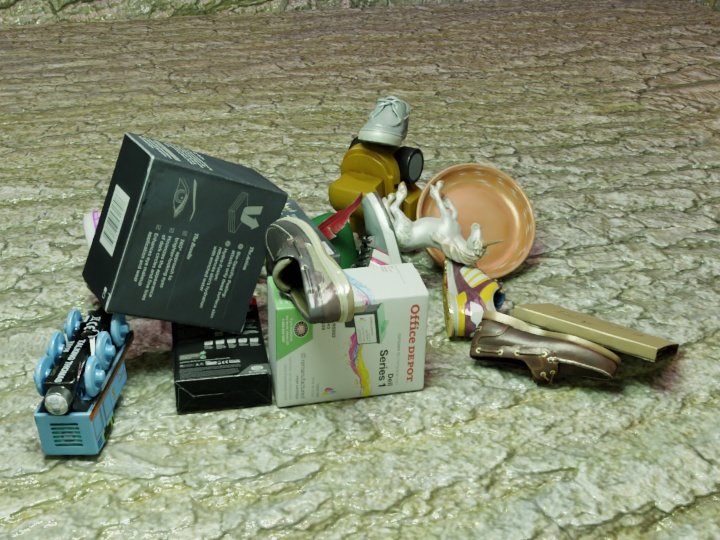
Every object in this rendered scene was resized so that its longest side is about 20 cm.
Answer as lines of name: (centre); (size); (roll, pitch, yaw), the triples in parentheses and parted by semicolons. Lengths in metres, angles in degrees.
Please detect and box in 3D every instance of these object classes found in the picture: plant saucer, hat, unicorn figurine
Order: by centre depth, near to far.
unicorn figurine: (0.108, -0.066, 1.418); (0.195, 0.074, 0.140); (-12, 62, 10)
hat: (-0.057, -0.083, 1.495); (0.196, 0.180, 0.166); (13, 29, 21)
plant saucer: (0.184, -0.075, 1.545); (0.195, 0.038, 0.205); (2, 69, -6)

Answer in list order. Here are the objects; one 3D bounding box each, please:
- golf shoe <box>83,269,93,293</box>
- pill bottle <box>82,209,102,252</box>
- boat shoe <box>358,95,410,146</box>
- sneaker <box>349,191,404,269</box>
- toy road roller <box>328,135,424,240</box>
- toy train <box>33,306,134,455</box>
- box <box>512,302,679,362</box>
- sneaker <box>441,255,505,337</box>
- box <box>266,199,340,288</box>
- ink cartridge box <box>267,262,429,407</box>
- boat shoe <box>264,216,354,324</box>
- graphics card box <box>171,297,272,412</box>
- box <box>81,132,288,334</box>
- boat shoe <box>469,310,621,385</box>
golf shoe: (-0.308, 0.019, 1.414); (0.195, 0.074, 0.092); (11, 21, -3)
pill bottle: (-0.324, -0.062, 1.492); (0.196, 0.106, 0.105); (-16, 30, -10)
boat shoe: (0.041, -0.240, 1.510); (0.068, 0.073, 0.201); (9, 15, 8)
sneaker: (0.000, 0.000, 1.356); (0.118, 0.205, 0.084); (-15, -2, -4)
toy road roller: (0.019, -0.109, 1.540); (0.121, 0.204, 0.146); (16, 39, 28)
toy train: (-0.329, 0.127, 1.149); (0.084, 0.117, 0.201); (0, 27, 3)
box: (0.324, 0.082, 1.305); (0.197, 0.022, 0.163); (17, 7, 27)
sneaker: (0.167, 0.030, 1.411); (0.088, 0.076, 0.202); (2, 37, 1)
box: (-0.083, 0.012, 1.334); (0.050, 0.161, 0.200); (-8, 28, -20)
ink cartridge box: (-0.017, 0.081, 1.217); (0.195, 0.148, 0.084); (-5, 29, -13)
boat shoe: (-0.075, -0.002, 1.138); (0.064, 0.073, 0.200); (-9, 37, -28)
graphics card box: (-0.187, 0.107, 1.265); (0.122, 0.052, 0.201); (-4, 26, -12)
box: (-0.224, -0.044, 1.220); (0.197, 0.200, 0.117); (13, 14, -36)
boat shoe: (0.240, 0.116, 1.262); (0.196, 0.071, 0.071); (15, 68, 28)
